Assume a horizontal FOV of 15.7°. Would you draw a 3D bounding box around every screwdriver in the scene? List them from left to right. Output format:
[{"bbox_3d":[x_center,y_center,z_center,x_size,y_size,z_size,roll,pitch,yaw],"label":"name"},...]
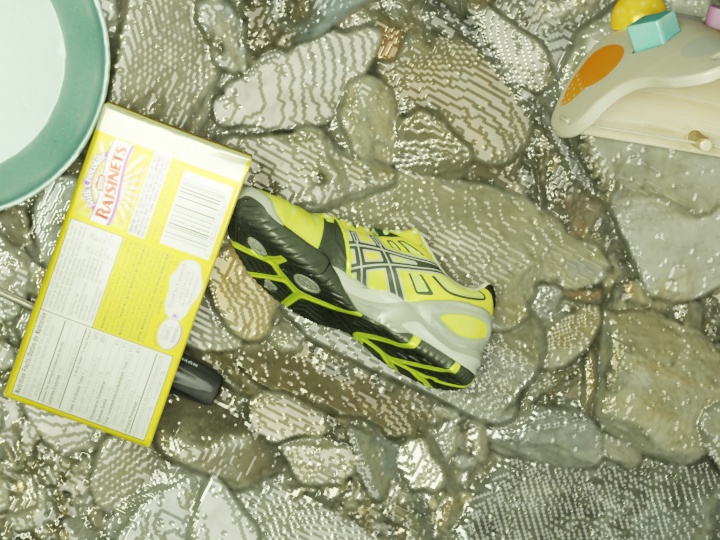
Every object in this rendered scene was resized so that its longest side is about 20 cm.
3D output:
[{"bbox_3d":[-0.180,0.035,1.703,0.199,0.028,0.029,29,59,-6],"label":"screwdriver"}]

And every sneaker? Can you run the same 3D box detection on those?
[{"bbox_3d":[0.000,0.000,1.718,0.199,0.075,0.077,34,67,-15],"label":"sneaker"}]

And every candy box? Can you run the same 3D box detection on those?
[{"bbox_3d":[-0.149,0.003,1.673,0.102,0.026,0.201,20,97,-1],"label":"candy box"}]

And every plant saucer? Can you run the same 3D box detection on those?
[{"bbox_3d":[-0.260,-0.135,1.660,0.198,0.036,0.202,-1,95,-12],"label":"plant saucer"}]

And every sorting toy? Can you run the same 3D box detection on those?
[{"bbox_3d":[0.248,-0.121,1.693,0.198,0.180,0.108,9,94,-13],"label":"sorting toy"}]
